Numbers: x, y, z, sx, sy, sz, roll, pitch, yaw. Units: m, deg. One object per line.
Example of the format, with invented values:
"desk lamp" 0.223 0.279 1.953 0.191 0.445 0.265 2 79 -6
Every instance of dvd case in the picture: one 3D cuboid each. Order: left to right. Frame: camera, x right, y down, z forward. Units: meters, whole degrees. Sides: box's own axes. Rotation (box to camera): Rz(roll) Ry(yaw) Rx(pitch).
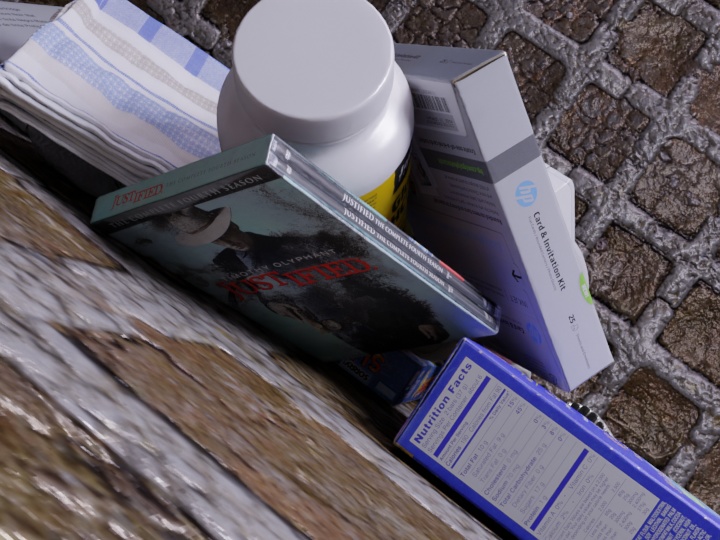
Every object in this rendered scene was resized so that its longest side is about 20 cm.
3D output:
"dvd case" -0.033 -0.002 0.632 0.144 0.022 0.199 -12 -35 39

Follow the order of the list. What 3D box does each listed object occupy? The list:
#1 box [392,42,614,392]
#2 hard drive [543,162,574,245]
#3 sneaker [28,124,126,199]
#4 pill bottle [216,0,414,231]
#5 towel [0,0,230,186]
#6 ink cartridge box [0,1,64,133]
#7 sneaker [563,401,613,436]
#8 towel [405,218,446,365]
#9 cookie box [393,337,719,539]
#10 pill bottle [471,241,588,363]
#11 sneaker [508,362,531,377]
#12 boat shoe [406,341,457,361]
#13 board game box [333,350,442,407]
"box" 0.070 -0.038 0.689 0.156 0.041 0.202 28 -36 64
"hard drive" 0.070 -0.052 0.784 0.199 0.027 0.133 38 -29 38
"sneaker" -0.147 -0.073 0.783 0.198 0.076 0.114 17 -5 -32
"pill bottle" -0.025 -0.067 0.652 0.112 0.113 0.201 36 -21 15
"towel" -0.137 -0.113 0.696 0.146 0.024 0.201 33 27 -12
"ink cartridge box" -0.253 -0.178 0.891 0.199 0.041 0.199 36 23 20
"sneaker" 0.204 0.171 1.091 0.090 0.079 0.200 38 1 -30
"towel" 0.007 -0.014 0.906 0.199 0.023 0.145 38 -27 43
"cookie box" 0.126 0.128 0.663 0.199 0.076 0.171 36 2 11
"pill bottle" 0.089 0.005 0.935 0.111 0.112 0.199 35 -9 -28
"sneaker" 0.088 0.087 0.998 0.118 0.074 0.201 43 -6 16
"boat shoe" 0.000 0.000 0.805 0.200 0.072 0.062 51 -2 47
"board game box" -0.006 0.048 0.859 0.135 0.035 0.200 36 2 11
